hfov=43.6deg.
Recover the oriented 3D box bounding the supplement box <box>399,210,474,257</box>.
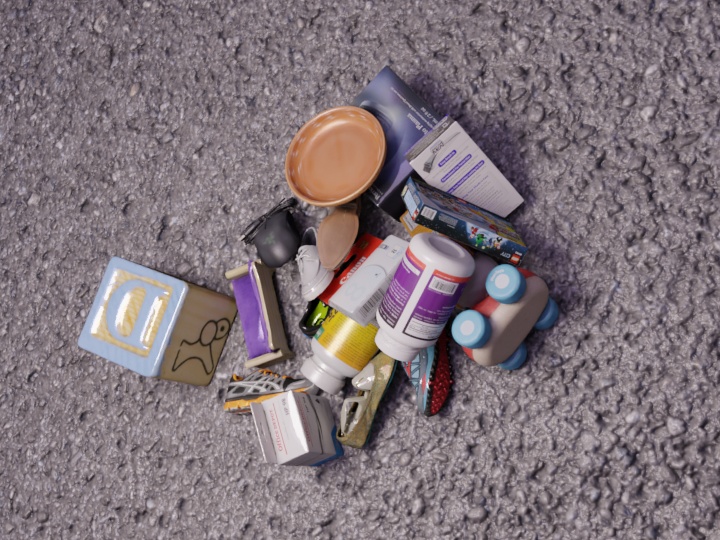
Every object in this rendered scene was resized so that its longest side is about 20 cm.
[{"bbox_3d":[0.133,-0.062,1.594,0.069,0.067,0.200,-45,24,12],"label":"supplement box"}]

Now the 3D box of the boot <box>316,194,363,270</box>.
[{"bbox_3d":[-0.035,-0.074,1.681,0.070,0.146,0.200,14,72,3],"label":"boot"}]

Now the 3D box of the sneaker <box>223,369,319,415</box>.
[{"bbox_3d":[-0.174,0.223,1.716,0.200,0.078,0.077,-11,65,19],"label":"sneaker"}]

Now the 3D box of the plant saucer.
[{"bbox_3d":[-0.042,-0.202,1.629,0.200,0.037,0.201,-11,64,22],"label":"plant saucer"}]

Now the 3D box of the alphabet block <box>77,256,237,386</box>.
[{"bbox_3d":[-0.390,0.102,1.764,0.196,0.200,0.196,20,86,25],"label":"alphabet block"}]

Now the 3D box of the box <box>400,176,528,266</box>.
[{"bbox_3d":[0.173,-0.084,1.516,0.200,0.137,0.038,22,109,-15],"label":"box"}]

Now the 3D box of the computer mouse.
[{"bbox_3d":[-0.174,-0.073,1.736,0.138,0.053,0.200,-40,31,6],"label":"computer mouse"}]

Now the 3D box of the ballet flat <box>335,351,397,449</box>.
[{"bbox_3d":[0.007,0.226,1.619,0.071,0.071,0.200,25,102,25],"label":"ballet flat"}]

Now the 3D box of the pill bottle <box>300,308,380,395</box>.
[{"bbox_3d":[-0.019,0.124,1.650,0.113,0.113,0.200,37,94,25],"label":"pill bottle"}]

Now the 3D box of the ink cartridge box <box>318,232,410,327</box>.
[{"bbox_3d":[0.000,0.000,1.592,0.160,0.047,0.200,-48,35,-10],"label":"ink cartridge box"}]

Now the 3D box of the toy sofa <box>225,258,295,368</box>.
[{"bbox_3d":[-0.202,0.084,1.745,0.083,0.098,0.200,-21,72,17],"label":"toy sofa"}]

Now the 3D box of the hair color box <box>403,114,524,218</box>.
[{"bbox_3d":[0.183,-0.164,1.592,0.109,0.200,0.065,-41,24,9],"label":"hair color box"}]

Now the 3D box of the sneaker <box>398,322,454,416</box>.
[{"bbox_3d":[0.111,0.164,1.620,0.095,0.079,0.200,-11,69,38],"label":"sneaker"}]

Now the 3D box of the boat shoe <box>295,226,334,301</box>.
[{"bbox_3d":[-0.089,-0.019,1.673,0.072,0.069,0.200,-34,23,27],"label":"boat shoe"}]

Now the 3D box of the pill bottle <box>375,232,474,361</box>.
[{"bbox_3d":[0.098,0.046,1.467,0.112,0.112,0.200,37,116,25],"label":"pill bottle"}]

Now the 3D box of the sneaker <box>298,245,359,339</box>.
[{"bbox_3d":[-0.047,0.044,1.696,0.071,0.083,0.200,35,92,25],"label":"sneaker"}]

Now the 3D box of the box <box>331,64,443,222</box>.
[{"bbox_3d":[0.061,-0.236,1.693,0.198,0.123,0.200,-46,65,9],"label":"box"}]

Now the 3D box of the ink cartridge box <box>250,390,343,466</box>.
[{"bbox_3d":[-0.110,0.283,1.604,0.067,0.200,0.116,-24,70,15],"label":"ink cartridge box"}]

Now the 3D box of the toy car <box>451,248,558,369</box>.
[{"bbox_3d":[0.203,0.046,1.548,0.200,0.184,0.177,40,96,38],"label":"toy car"}]
